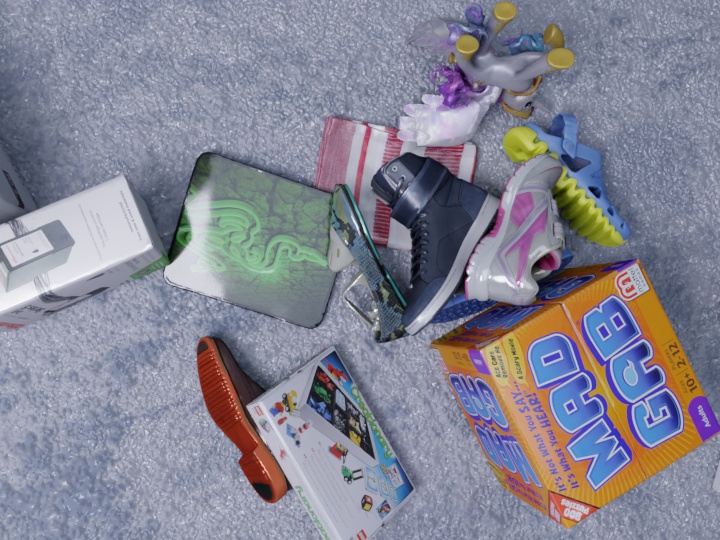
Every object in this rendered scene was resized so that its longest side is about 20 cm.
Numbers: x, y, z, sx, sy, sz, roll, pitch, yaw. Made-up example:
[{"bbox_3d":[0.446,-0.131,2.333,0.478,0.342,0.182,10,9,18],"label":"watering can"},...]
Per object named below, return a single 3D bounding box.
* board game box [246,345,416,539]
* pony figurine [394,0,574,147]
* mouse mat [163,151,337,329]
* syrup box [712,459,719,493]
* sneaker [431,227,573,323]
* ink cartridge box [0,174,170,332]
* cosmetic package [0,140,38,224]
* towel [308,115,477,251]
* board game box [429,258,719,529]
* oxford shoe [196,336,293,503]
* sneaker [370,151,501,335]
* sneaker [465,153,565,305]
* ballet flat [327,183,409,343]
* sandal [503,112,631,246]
[{"bbox_3d":[-0.029,0.205,0.883,0.126,0.034,0.202,-32,93,-41],"label":"board game box"},{"bbox_3d":[0.142,-0.228,0.893,0.190,0.200,0.169,9,81,3],"label":"pony figurine"},{"bbox_3d":[-0.117,-0.034,0.910,0.197,0.008,0.163,17,92,-5],"label":"mouse mat"},{"bbox_3d":[0.528,0.203,0.983,0.080,0.079,0.203,18,85,-9],"label":"syrup box"},{"bbox_3d":[0.155,-0.005,0.942,0.198,0.070,0.079,-24,68,-3],"label":"sneaker"},{"bbox_3d":[-0.315,-0.012,0.815,0.198,0.145,0.085,-24,87,-9],"label":"ink cartridge box"},{"bbox_3d":[-0.453,-0.098,0.770,0.163,0.200,0.167,-29,92,-9],"label":"cosmetic package"},{"bbox_3d":[0.042,-0.100,0.944,0.197,0.023,0.147,9,87,-9],"label":"towel"},{"bbox_3d":[0.229,0.127,0.874,0.198,0.200,0.202,-27,91,-10],"label":"board game box"},{"bbox_3d":[-0.124,0.161,0.893,0.072,0.071,0.202,-26,89,-38],"label":"oxford shoe"},{"bbox_3d":[0.058,-0.039,0.876,0.145,0.077,0.204,33,63,-5],"label":"sneaker"},{"bbox_3d":[0.191,-0.039,0.869,0.087,0.082,0.202,22,70,18],"label":"sneaker"},{"bbox_3d":[0.000,0.000,0.896,0.074,0.074,0.202,-31,105,-9],"label":"ballet flat"},{"bbox_3d":[0.271,-0.117,0.957,0.087,0.079,0.201,-41,96,-13],"label":"sandal"}]
